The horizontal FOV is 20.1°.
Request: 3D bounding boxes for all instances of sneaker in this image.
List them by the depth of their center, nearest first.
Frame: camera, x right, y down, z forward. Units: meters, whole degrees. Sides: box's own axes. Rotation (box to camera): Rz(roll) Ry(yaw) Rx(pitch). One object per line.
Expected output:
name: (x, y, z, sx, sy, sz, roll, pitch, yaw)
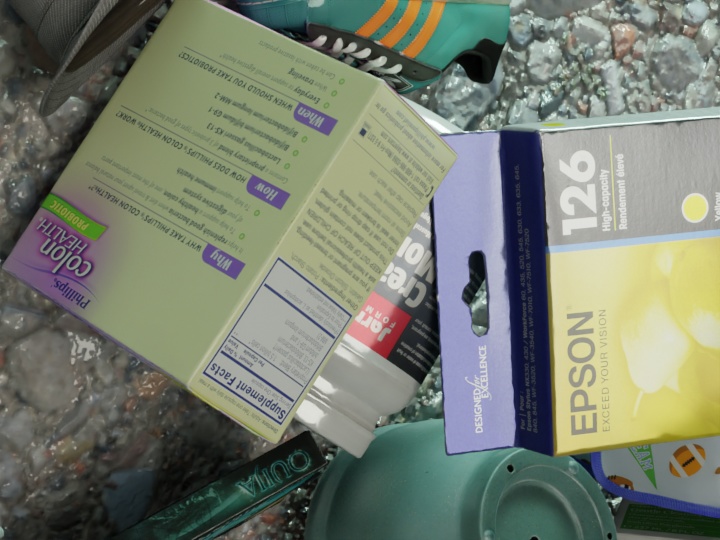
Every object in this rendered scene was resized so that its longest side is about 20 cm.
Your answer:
sneaker: (0.013, -0.149, 1.270, 0.199, 0.071, 0.080, -4, 101, -32)

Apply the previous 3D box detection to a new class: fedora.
fedora: (-0.142, -0.190, 1.133, 0.090, 0.177, 0.200, 43, 81, -2)

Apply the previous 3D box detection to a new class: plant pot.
plant pot: (0.082, 0.185, 1.316, 0.200, 0.134, 0.201, 14, 67, -35)

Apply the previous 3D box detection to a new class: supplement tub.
supplement tub: (0.000, 0.000, 1.262, 0.140, 0.140, 0.200, 34, 84, -33)

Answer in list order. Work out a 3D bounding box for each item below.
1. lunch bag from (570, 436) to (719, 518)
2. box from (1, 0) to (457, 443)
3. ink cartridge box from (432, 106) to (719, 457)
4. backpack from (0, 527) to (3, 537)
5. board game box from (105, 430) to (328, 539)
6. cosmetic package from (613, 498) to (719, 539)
lunch bag: (0.198, 0.059, 1.361, 0.123, 0.200, 0.171, -5, 106, -30)
box: (-0.076, -0.034, 1.174, 0.200, 0.176, 0.097, -57, 141, -6)
ink cartridge box: (0.146, 0.008, 1.214, 0.199, 0.047, 0.199, -7, 100, -18)
backpack: (-0.283, 0.130, 1.091, 0.167, 0.200, 0.127, 40, 81, -32)
board game box: (-0.124, 0.167, 1.240, 0.200, 0.135, 0.028, -27, 82, -21)
cosmetic package: (0.235, 0.189, 1.413, 0.107, 0.200, 0.085, 3, 106, 13)
